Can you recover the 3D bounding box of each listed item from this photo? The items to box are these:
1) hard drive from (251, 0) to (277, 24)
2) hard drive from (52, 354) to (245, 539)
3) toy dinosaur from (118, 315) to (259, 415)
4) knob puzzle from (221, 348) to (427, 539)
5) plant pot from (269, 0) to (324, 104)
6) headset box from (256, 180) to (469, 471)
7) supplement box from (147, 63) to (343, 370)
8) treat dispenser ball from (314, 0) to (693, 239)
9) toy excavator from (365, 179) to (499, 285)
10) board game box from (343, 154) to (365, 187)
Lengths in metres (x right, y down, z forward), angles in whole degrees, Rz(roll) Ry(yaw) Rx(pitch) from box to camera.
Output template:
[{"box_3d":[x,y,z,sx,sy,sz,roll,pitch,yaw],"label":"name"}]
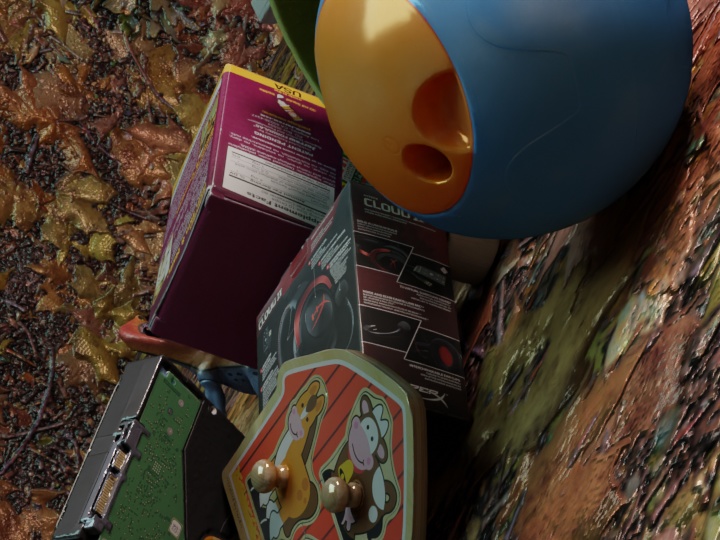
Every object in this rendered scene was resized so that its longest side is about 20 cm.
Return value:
[{"box_3d":[0.011,-0.241,1.237,0.132,0.026,0.200,-20,-13,-25],"label":"hard drive"},{"box_3d":[-0.100,0.168,1.151,0.038,0.200,0.140,-13,43,34],"label":"hard drive"},{"box_3d":[-0.088,0.060,1.380,0.200,0.181,0.105,-56,12,30],"label":"toy dinosaur"},{"box_3d":[-0.023,0.132,1.034,0.220,0.030,0.220,-14,73,57],"label":"knob puzzle"},{"box_3d":[0.070,-0.180,1.170,0.190,0.200,0.200,-34,2,-16],"label":"plant pot"},{"box_3d":[-0.004,0.053,1.158,0.149,0.075,0.200,-55,28,38],"label":"headset box"},{"box_3d":[-0.081,-0.042,1.332,0.200,0.103,0.131,-89,23,-57],"label":"supplement box"},{"box_3d":[0.075,-0.117,0.959,0.201,0.201,0.201,-60,11,19],"label":"treat dispenser ball"},{"box_3d":[0.056,-0.063,1.288,0.194,0.100,0.200,138,143,-61],"label":"toy excavator"},{"box_3d":[-0.052,-0.032,1.555,0.102,0.048,0.200,-67,12,-17],"label":"board game box"}]
